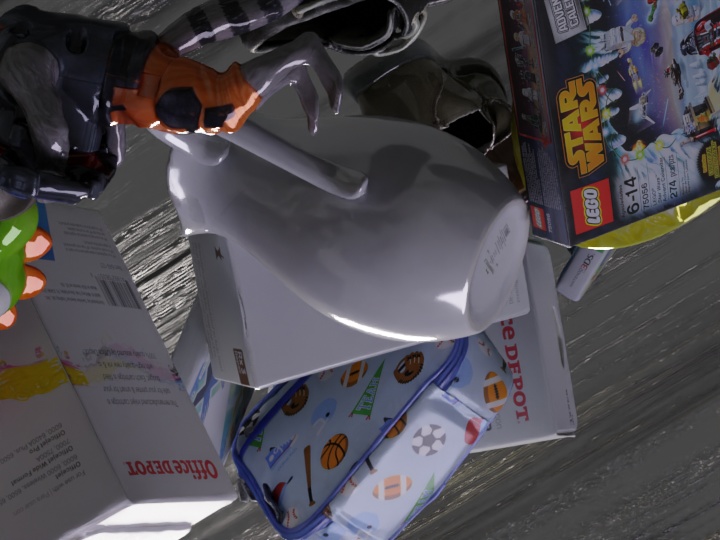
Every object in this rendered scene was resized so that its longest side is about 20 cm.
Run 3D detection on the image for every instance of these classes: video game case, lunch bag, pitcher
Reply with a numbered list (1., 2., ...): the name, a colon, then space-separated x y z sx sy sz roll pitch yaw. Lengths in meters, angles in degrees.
1. video game case: 0.211 -0.093 1.744 0.200 0.022 0.182 -50 171 -46
2. lunch bag: 0.001 0.096 1.736 0.200 0.160 0.076 -46 125 8
3. video game case: -0.087 0.050 1.694 0.182 0.022 0.200 60 51 -76
4. pitcher: -0.018 -0.041 1.436 0.121 0.200 0.172 -67 159 -9

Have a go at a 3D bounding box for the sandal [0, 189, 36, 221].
1. sandal: -0.248 -0.028 1.257 0.200 0.055 0.082 -1 152 -27

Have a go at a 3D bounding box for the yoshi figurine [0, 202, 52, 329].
1. yoshi figurine: -0.250 0.021 1.364 0.200 0.112 0.112 -54 156 17

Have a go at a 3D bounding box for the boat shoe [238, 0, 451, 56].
1. boat shoe: -0.002 -0.140 1.341 0.200 0.064 0.071 -11 158 -48

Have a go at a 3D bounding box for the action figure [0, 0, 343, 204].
1. action figure: -0.114 -0.093 1.226 0.193 0.105 0.200 -1 -169 -7

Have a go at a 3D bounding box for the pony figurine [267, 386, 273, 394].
1. pony figurine: 0.041 0.049 1.982 0.193 0.166 0.200 -60 160 -1

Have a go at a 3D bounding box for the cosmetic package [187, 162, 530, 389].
1. cosmetic package: 0.000 0.000 1.611 0.200 0.102 0.074 -13 -171 -24

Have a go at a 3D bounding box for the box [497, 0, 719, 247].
1. box: 0.145 -0.128 1.421 0.137 0.200 0.040 -21 -158 -26

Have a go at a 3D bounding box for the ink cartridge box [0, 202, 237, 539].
1. ink cartridge box: -0.196 0.080 1.486 0.145 0.200 0.147 -32 165 17

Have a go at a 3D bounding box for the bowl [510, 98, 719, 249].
1. bowl: 0.160 -0.123 1.569 0.200 0.200 0.108 -33 122 22

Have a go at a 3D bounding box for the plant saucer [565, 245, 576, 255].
1. plant saucer: 0.190 -0.100 1.767 0.200 0.027 0.200 -54 173 -10

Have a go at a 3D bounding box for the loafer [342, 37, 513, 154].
1. loafer: 0.048 -0.090 1.601 0.075 0.070 0.200 -32 165 18

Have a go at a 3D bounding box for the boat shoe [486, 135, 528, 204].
1. boat shoe: 0.087 -0.056 1.789 0.200 0.070 0.070 -31 164 13

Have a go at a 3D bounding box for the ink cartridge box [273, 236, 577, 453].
1. ink cartridge box: 0.041 0.063 1.848 0.200 0.145 0.084 -10 175 14
